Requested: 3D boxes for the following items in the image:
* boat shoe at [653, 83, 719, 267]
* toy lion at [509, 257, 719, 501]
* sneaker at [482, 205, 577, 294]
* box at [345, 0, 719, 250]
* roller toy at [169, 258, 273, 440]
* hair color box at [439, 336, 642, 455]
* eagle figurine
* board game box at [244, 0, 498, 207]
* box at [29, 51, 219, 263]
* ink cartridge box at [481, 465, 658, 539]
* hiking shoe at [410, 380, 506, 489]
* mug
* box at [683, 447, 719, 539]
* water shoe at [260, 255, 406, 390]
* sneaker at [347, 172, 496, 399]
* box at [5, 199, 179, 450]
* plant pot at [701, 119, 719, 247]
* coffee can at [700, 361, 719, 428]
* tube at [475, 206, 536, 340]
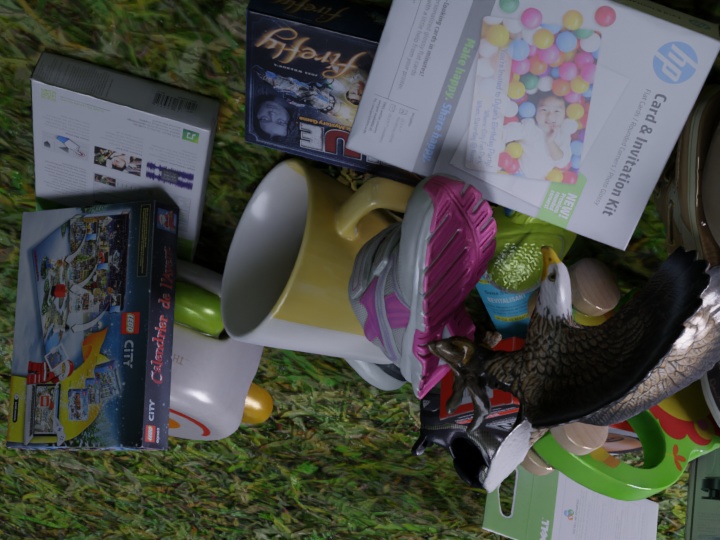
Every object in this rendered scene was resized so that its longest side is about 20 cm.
[{"bbox_3d":[0.242,-0.048,0.930,0.066,0.074,0.200,35,147,45],"label":"boat shoe"},{"bbox_3d":[0.220,0.093,1.028,0.191,0.200,0.069,28,141,-17],"label":"toy lion"},{"bbox_3d":[0.150,-0.079,0.935,0.076,0.105,0.200,35,115,-2],"label":"sneaker"},{"bbox_3d":[0.107,-0.117,0.841,0.200,0.041,0.156,20,120,0],"label":"box"},{"bbox_3d":[-0.183,0.077,1.185,0.182,0.140,0.200,6,160,24],"label":"roller toy"},{"bbox_3d":[0.178,0.114,1.147,0.200,0.061,0.101,15,159,-31],"label":"hair color box"},{"bbox_3d":[0.151,0.054,0.860,0.200,0.152,0.151,-4,130,26],"label":"eagle figurine"},{"bbox_3d":[0.017,-0.123,0.930,0.199,0.035,0.136,15,144,5],"label":"board game box"},{"bbox_3d":[-0.197,-0.086,1.078,0.144,0.036,0.200,16,145,-3],"label":"box"},{"bbox_3d":[0.211,0.268,1.372,0.200,0.104,0.059,22,145,-11],"label":"ink cartridge box"},{"bbox_3d":[0.128,0.157,1.220,0.200,0.101,0.076,23,171,-30],"label":"hiking shoe"},{"bbox_3d":[-0.005,0.007,1.034,0.153,0.150,0.186,20,177,-25],"label":"mug"},{"bbox_3d":[0.334,0.158,1.081,0.116,0.200,0.060,0,144,19],"label":"box"},{"bbox_3d":[-0.011,0.026,1.159,0.079,0.072,0.200,-38,123,17],"label":"water shoe"},{"bbox_3d":[0.032,0.004,0.901,0.088,0.081,0.200,35,144,21],"label":"sneaker"},{"bbox_3d":[-0.220,0.047,1.074,0.136,0.201,0.038,-3,169,25],"label":"box"},{"bbox_3d":[0.292,-0.056,0.811,0.200,0.201,0.134,30,156,-22],"label":"plant pot"},{"bbox_3d":[0.367,0.051,0.963,0.146,0.147,0.200,21,146,-10],"label":"coffee can"},{"bbox_3d":[0.108,-0.022,1.052,0.077,0.050,0.200,-12,133,18],"label":"tube"}]
